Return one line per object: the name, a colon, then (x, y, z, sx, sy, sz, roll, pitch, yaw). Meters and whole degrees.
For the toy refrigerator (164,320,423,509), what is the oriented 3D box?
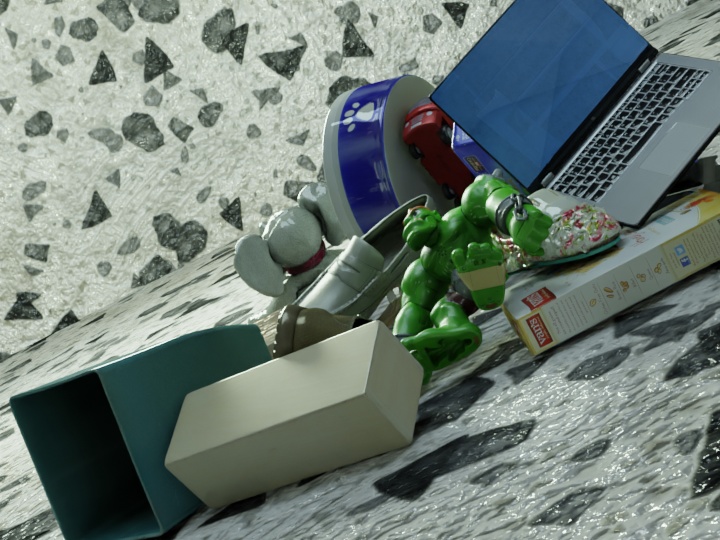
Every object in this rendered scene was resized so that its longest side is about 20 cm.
toy refrigerator: (-0.051, 0.116, 1.140, 0.199, 0.070, 0.076, -23, 35, 30)

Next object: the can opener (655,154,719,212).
can opener: (0.302, -0.069, 1.327, 0.066, 0.053, 0.199, 10, -15, -36)

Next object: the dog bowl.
dog bowl: (0.044, -0.109, 1.612, 0.078, 0.202, 0.200, -13, 14, 30)

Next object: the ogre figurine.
ogre figurine: (0.080, 0.002, 1.206, 0.097, 0.202, 0.120, 8, 35, -10)

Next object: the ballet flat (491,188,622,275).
ballet flat: (0.150, -0.034, 1.243, 0.075, 0.064, 0.200, -27, 3, -20)

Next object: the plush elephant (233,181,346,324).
plush elephant: (-0.073, -0.007, 1.715, 0.164, 0.156, 0.200, -30, 8, -21)

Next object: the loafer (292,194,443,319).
loafer: (0.000, 0.000, 1.367, 0.200, 0.070, 0.070, -39, 44, -26)

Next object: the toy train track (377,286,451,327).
toy train track: (0.061, 0.039, 1.389, 0.199, 0.033, 0.115, -32, -12, -27)

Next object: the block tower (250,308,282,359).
block tower: (-0.097, 0.090, 1.559, 0.057, 0.054, 0.200, -27, 8, 1)

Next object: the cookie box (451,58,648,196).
cookie box: (0.213, -0.130, 1.443, 0.198, 0.076, 0.171, -11, -29, 25)

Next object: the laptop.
laptop: (0.201, -0.158, 1.262, 0.188, 0.116, 0.199, -48, 35, -15)

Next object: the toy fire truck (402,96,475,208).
toy fire truck: (0.121, -0.132, 1.616, 0.048, 0.200, 0.142, -23, 37, 28)

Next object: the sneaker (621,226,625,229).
sneaker: (0.185, -0.035, 1.381, 0.089, 0.076, 0.200, -27, -1, -10)

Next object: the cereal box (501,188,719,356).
cereal box: (0.210, -0.002, 1.188, 0.198, 0.040, 0.144, -27, 7, 1)

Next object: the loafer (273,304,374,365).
loafer: (-0.012, 0.074, 1.235, 0.067, 0.077, 0.200, 9, -3, 20)

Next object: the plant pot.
plant pot: (-0.164, 0.129, 1.270, 0.140, 0.143, 0.199, -19, 4, 45)

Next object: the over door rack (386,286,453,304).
over door rack: (0.023, 0.036, 1.509, 0.147, 0.067, 0.200, -28, -5, -16)
